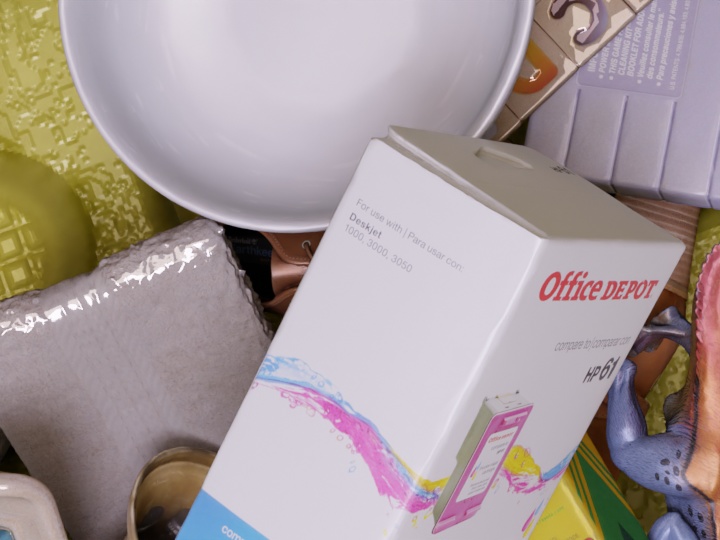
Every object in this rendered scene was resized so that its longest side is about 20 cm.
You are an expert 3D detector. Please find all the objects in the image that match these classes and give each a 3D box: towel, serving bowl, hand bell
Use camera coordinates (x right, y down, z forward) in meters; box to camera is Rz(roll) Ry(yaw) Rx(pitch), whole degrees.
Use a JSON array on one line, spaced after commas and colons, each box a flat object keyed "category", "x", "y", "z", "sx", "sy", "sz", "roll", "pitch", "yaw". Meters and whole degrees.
[{"category": "towel", "x": -0.088, "y": 0.072, "z": 0.954, "sx": 0.132, "sy": 0.034, "sz": 0.200, "roll": -23, "pitch": 126, "yaw": 1}, {"category": "serving bowl", "x": -0.021, "y": -0.113, "z": 0.866, "sx": 0.200, "sy": 0.066, "sz": 0.200, "roll": -1, "pitch": 86, "yaw": 13}, {"category": "hand bell", "x": -0.126, "y": 0.174, "z": 0.957, "sx": 0.200, "sy": 0.104, "sz": 0.104, "roll": -37, "pitch": 84, "yaw": 32}]

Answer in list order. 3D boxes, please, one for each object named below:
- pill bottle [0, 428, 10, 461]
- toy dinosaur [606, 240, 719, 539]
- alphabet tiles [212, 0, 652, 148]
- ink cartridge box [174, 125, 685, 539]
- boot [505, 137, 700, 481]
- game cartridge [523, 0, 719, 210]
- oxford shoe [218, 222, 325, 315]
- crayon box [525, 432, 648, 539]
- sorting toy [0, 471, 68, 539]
[{"category": "pill bottle", "x": -0.268, "y": 0.046, "z": 0.977, "sx": 0.200, "sy": 0.113, "sz": 0.113, "roll": 35, "pitch": 88, "yaw": 4}, {"category": "toy dinosaur", "x": 0.146, "y": 0.110, "z": 0.905, "sx": 0.105, "sy": 0.200, "sz": 0.182, "roll": -16, "pitch": 65, "yaw": -29}, {"category": "alphabet tiles", "x": 0.039, "y": -0.147, "z": 0.892, "sx": 0.200, "sy": 0.008, "sz": 0.167, "roll": -43, "pitch": 80, "yaw": 6}, {"category": "ink cartridge box", "x": 0.026, "y": 0.053, "z": 0.805, "sx": 0.085, "sy": 0.144, "sz": 0.200, "roll": 32, "pitch": 105, "yaw": 25}, {"category": "boot", "x": 0.055, "y": 0.011, "z": 0.993, "sx": 0.200, "sy": 0.077, "sz": 0.155, "roll": 16, "pitch": 91, "yaw": -4}, {"category": "game cartridge", "x": 0.145, "y": -0.128, "z": 0.887, "sx": 0.130, "sy": 0.038, "sz": 0.200, "roll": 10, "pitch": 85, "yaw": 21}, {"category": "oxford shoe", "x": 0.000, "y": 0.000, "z": 0.938, "sx": 0.200, "sy": 0.071, "sz": 0.071, "roll": -1, "pitch": 99, "yaw": 33}, {"category": "crayon box", "x": 0.050, "y": 0.117, "z": 0.905, "sx": 0.127, "sy": 0.051, "sz": 0.200, "roll": -34, "pitch": 77, "yaw": 24}, {"category": "sorting toy", "x": -0.195, "y": 0.158, "z": 0.914, "sx": 0.185, "sy": 0.036, "sz": 0.200, "roll": 5, "pitch": 128, "yaw": 27}]
